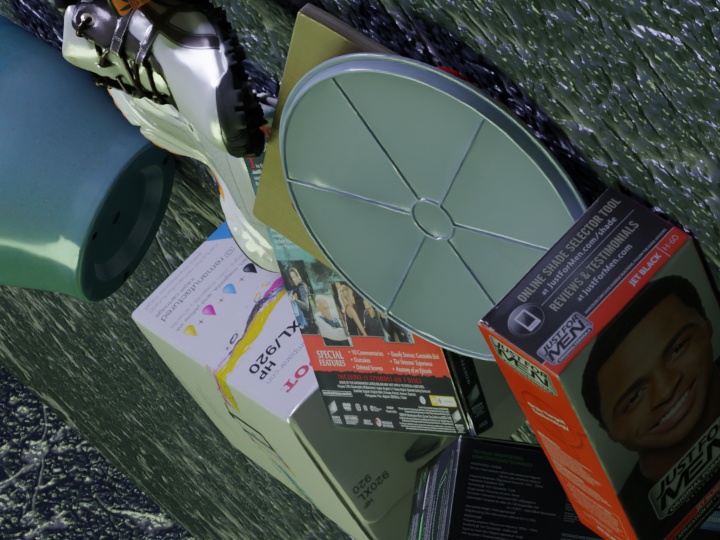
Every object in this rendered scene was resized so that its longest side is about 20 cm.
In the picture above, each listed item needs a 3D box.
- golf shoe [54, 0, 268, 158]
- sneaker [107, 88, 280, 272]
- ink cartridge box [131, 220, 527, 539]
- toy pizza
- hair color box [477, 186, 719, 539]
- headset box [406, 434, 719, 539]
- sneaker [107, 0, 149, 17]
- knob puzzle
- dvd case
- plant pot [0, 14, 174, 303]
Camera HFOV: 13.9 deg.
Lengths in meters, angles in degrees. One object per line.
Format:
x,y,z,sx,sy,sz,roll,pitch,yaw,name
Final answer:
-0.115,-0.118,1.664,0.200,0.094,0.078,-120,11,-47,golf shoe
-0.078,-0.096,1.846,0.200,0.076,0.092,48,148,-2,sneaker
-0.017,0.058,1.921,0.200,0.147,0.145,30,161,51,ink cartridge box
0.045,-0.035,1.547,0.200,0.032,0.201,25,142,22,toy pizza
0.139,0.060,1.507,0.061,0.102,0.200,35,165,38,hair color box
0.121,0.166,1.755,0.173,0.093,0.200,9,169,-4,headset box
-0.168,-0.216,1.664,0.200,0.090,0.070,38,166,32,sneaker
0.041,-0.040,1.599,0.219,0.030,0.220,26,141,23,knob puzzle
0.000,0.000,1.721,0.146,0.022,0.201,-1,112,55,dvd case
-0.248,-0.075,2.210,0.188,0.200,0.200,25,162,17,plant pot
